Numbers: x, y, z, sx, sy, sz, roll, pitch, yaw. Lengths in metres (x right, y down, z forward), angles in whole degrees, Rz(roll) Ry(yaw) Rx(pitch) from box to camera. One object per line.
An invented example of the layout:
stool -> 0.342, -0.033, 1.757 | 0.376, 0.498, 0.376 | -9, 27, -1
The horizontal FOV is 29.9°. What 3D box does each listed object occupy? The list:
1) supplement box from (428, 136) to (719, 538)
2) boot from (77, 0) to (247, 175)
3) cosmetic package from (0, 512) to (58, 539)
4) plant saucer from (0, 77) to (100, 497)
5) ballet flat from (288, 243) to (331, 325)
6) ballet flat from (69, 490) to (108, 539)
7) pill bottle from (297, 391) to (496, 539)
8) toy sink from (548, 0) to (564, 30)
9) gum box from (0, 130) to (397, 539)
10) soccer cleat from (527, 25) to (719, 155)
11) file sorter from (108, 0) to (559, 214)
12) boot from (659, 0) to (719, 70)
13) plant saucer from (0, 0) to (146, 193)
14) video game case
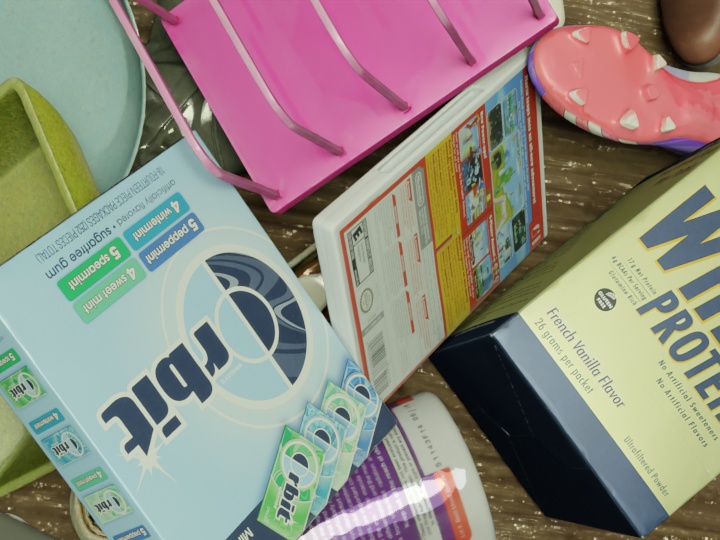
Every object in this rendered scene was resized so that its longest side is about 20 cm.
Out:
supplement box -> 0.170, 0.037, 0.800 | 0.199, 0.200, 0.135 | -38, 89, -10
boot -> -0.131, -0.135, 0.858 | 0.130, 0.068, 0.202 | -29, 87, -5
cosmetic package -> -0.224, 0.178, 0.742 | 0.107, 0.200, 0.086 | 25, 80, 0
plant saucer -> -0.196, 0.014, 0.795 | 0.048, 0.199, 0.202 | -20, 85, -49
ballet flat -> 0.000, 0.000, 0.848 | 0.199, 0.062, 0.068 | -36, 88, -9
ballet flat -> -0.135, 0.074, 0.833 | 0.067, 0.062, 0.203 | 10, 82, -5
pill bottle -> -0.028, 0.158, 0.810 | 0.198, 0.111, 0.113 | -20, 86, -8
toy sink -> 0.045, -0.227, 0.862 | 0.129, 0.112, 0.203 | -8, 84, -6
gum box -> -0.090, 0.053, 0.698 | 0.201, 0.044, 0.170 | 54, 44, -8
soccer cleat -> 0.178, -0.105, 0.847 | 0.198, 0.076, 0.068 | 7, 81, -29
file sorter -> -0.017, -0.148, 0.732 | 0.199, 0.125, 0.140 | -33, 80, 10
boot -> 0.174, -0.241, 0.845 | 0.199, 0.068, 0.191 | 16, 79, -43
plant saucer -> -0.198, -0.123, 0.823 | 0.199, 0.039, 0.204 | 9, 107, 29
video game case -> 0.049, -0.025, 0.801 | 0.017, 0.144, 0.200 | 21, 48, 33
